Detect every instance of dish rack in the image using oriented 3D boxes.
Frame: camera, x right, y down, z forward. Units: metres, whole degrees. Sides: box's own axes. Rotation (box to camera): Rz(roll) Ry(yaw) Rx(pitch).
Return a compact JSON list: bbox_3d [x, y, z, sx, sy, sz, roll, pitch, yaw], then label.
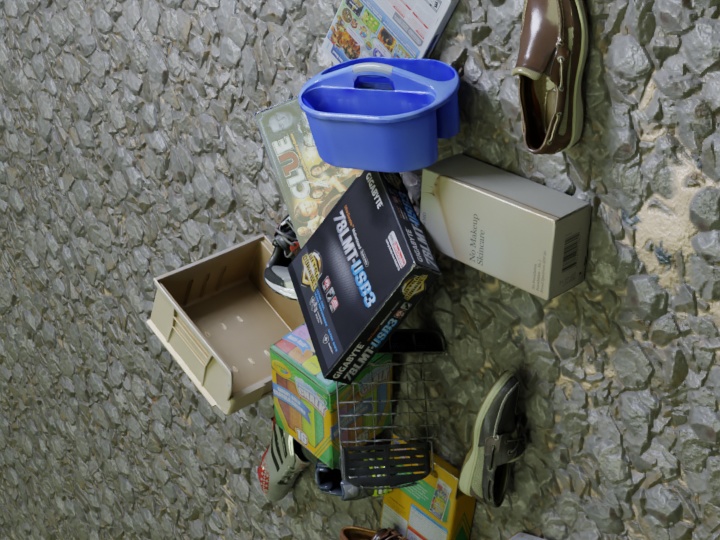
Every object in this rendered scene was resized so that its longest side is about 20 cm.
[{"bbox_3d":[0.037,0.178,1.638,0.054,0.152,0.203,-15,76,62],"label":"dish rack"}]

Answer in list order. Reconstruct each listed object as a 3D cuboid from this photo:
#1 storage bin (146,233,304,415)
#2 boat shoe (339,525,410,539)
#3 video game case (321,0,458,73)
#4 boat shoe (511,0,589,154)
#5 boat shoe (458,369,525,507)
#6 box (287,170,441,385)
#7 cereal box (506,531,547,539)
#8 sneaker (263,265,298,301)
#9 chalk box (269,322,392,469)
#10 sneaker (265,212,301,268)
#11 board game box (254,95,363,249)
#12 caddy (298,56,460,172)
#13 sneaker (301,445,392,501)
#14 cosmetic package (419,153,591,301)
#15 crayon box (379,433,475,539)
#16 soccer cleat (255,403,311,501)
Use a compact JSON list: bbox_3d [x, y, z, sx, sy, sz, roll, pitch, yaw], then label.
[{"bbox_3d":[-0.166,0.077,1.811,0.199,0.199,0.094,47,138,22],"label":"storage bin"},{"bbox_3d":[0.035,0.392,1.754,0.199,0.072,0.068,-5,106,52],"label":"boat shoe"},{"bbox_3d":[0.031,-0.299,1.554,0.143,0.018,0.201,50,137,19],"label":"video game case"},{"bbox_3d":[0.198,-0.221,1.357,0.074,0.074,0.205,10,115,46],"label":"boat shoe"},{"bbox_3d":[0.176,0.214,1.598,0.066,0.072,0.202,30,129,23],"label":"boat shoe"},{"bbox_3d":[0.000,0.000,1.558,0.199,0.049,0.201,-52,39,30],"label":"box"},{"bbox_3d":[0.274,0.420,1.602,0.199,0.039,0.146,8,114,46],"label":"cereal box"},{"bbox_3d":[-0.036,0.006,1.712,0.198,0.074,0.080,5,100,21],"label":"sneaker"},{"bbox_3d":[-0.039,0.141,1.728,0.124,0.123,0.201,34,143,34],"label":"chalk box"},{"bbox_3d":[-0.074,-0.056,1.735,0.077,0.081,0.201,47,135,23],"label":"sneaker"},{"bbox_3d":[-0.044,-0.132,1.659,0.134,0.035,0.202,-18,94,23],"label":"board game box"},{"bbox_3d":[0.024,-0.195,1.493,0.198,0.142,0.106,7,128,29],"label":"caddy"},{"bbox_3d":[-0.037,0.271,1.798,0.199,0.080,0.075,15,115,58],"label":"sneaker"},{"bbox_3d":[0.164,-0.053,1.477,0.199,0.073,0.105,24,125,39],"label":"cosmetic package"},{"bbox_3d":[0.093,0.323,1.752,0.125,0.051,0.202,32,130,35],"label":"crayon box"},{"bbox_3d":[-0.107,0.286,1.950,0.085,0.068,0.202,38,128,36],"label":"soccer cleat"}]
